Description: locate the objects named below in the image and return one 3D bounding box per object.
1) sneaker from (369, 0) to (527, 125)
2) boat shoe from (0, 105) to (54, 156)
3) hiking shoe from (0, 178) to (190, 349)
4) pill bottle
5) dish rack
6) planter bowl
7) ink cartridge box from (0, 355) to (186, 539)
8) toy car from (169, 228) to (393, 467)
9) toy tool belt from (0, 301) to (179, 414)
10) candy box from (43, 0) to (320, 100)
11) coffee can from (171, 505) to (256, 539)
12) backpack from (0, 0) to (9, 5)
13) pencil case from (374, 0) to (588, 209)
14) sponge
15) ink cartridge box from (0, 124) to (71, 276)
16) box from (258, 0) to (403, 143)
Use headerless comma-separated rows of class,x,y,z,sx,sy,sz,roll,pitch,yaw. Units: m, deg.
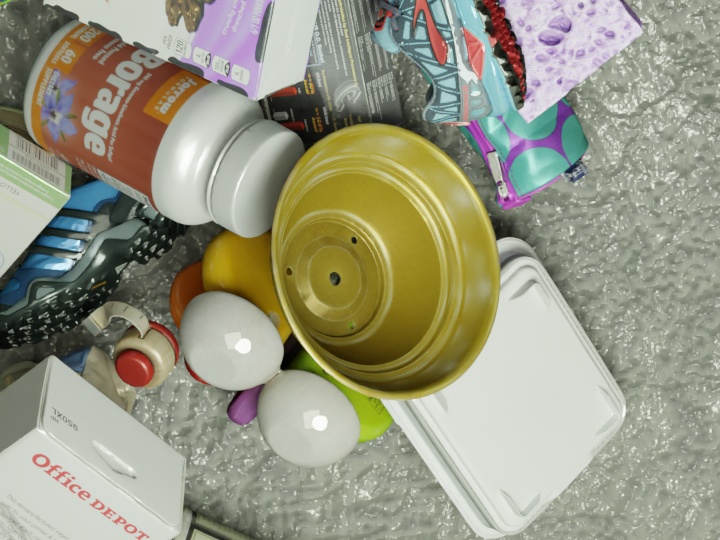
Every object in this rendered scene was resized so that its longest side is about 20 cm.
sneaker,0.044,-0.191,1.605,0.095,0.079,0.201,-19,105,17
boat shoe,-0.335,-0.088,1.746,0.198,0.065,0.073,0,104,0
hiking shoe,-0.225,-0.017,1.766,0.199,0.074,0.087,-36,70,1
pill bottle,-0.143,-0.104,1.678,0.199,0.112,0.113,28,104,26
dish rack,0.118,0.095,1.741,0.172,0.043,0.201,-44,120,-18
planter bowl,0.000,0.000,1.660,0.199,0.083,0.202,8,76,-32
ink cartridge box,-0.246,0.175,1.670,0.200,0.085,0.144,-35,122,25
toy car,-0.064,0.061,1.753,0.200,0.175,0.150,45,134,-10
toy tool belt,-0.229,0.122,1.737,0.199,0.123,0.125,-32,105,36
candy box,-0.123,-0.240,1.638,0.199,0.071,0.169,25,119,24
coffee can,-0.081,0.293,1.800,0.199,0.146,0.147,25,102,-6
backpack,-0.324,-0.251,1.678,0.198,0.154,0.165,-3,99,-11
pencil case,0.092,-0.145,1.724,0.085,0.092,0.201,-22,106,50
sponge,0.102,-0.219,1.643,0.111,0.030,0.200,-37,101,17
ink cartridge box,-0.332,-0.039,1.718,0.145,0.048,0.200,31,119,-26
box,-0.062,-0.195,1.693,0.157,0.050,0.202,-3,106,33
